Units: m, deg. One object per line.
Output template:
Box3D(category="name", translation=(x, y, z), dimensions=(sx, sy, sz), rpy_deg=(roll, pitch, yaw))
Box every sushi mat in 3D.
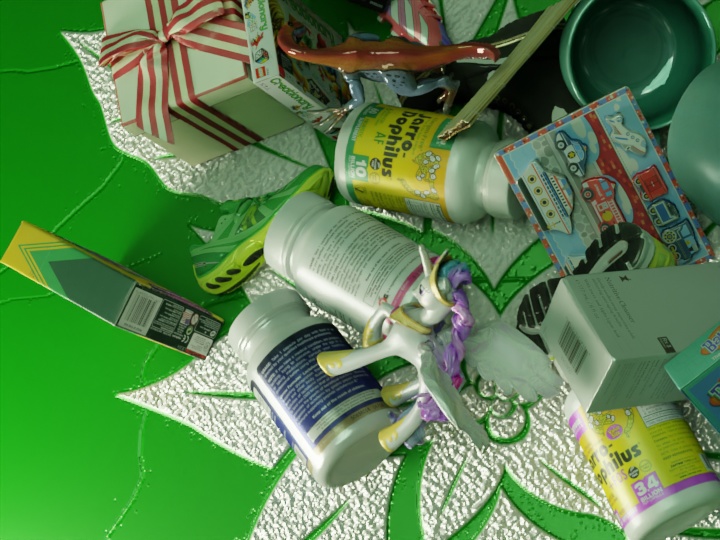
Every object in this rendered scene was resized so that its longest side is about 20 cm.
Box3D(category="sushi mat", translation=(0.155, -0.212, 1.658), dimensions=(0.012, 0.096, 0.200), rpy_deg=(42, 74, -7))

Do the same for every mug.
Box3D(category="mug", translation=(0.273, -0.210, 1.662), dimensions=(0.152, 0.114, 0.186), rpy_deg=(26, 100, -4))

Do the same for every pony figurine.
Box3D(category="pony figurine", translation=(0.074, 0.092, 1.583), dimensions=(0.193, 0.166, 0.200), rpy_deg=(52, 131, 7))

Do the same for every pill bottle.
Box3D(category="pill bottle", translation=(0.266, 0.158, 1.583), dimensions=(0.104, 0.104, 0.201), rpy_deg=(-32, 65, 13))
Box3D(category="pill bottle", translation=(0.000, 0.000, 1.737), dimensions=(0.200, 0.113, 0.114), rpy_deg=(31, 89, 27))
Box3D(category="pill bottle", translation=(0.082, -0.111, 1.731), dimensions=(0.199, 0.113, 0.113), rpy_deg=(13, 81, 26))
Box3D(category="pill bottle", translation=(-0.050, 0.122, 1.724), dimensions=(0.116, 0.116, 0.200), rpy_deg=(-42, 64, 8))

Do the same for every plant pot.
Box3D(category="plant pot", translation=(0.395, -0.118, 1.558), dimensions=(0.161, 0.200, 0.201), rpy_deg=(30, 89, 40))

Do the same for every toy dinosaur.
Box3D(category="toy dinosaur", translation=(0.013, -0.231, 1.672), dimensions=(0.200, 0.181, 0.105), rpy_deg=(-38, 46, 49))

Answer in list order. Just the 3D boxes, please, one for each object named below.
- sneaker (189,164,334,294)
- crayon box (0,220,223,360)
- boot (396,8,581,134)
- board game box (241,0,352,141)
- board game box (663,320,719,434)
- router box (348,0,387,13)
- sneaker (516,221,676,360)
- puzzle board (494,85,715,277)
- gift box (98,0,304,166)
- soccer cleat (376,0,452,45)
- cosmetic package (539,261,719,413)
Box3D(category="sneaker", translation=(-0.117, -0.059, 1.826), dimensions=(0.200, 0.074, 0.084), rpy_deg=(-39, 68, 10))
Box3D(category="crayon box", translation=(-0.273, 0.024, 1.801), dimensions=(0.172, 0.200, 0.058), rpy_deg=(25, 87, 27))
Box3D(category="boot", translation=(0.148, -0.180, 1.746), dimensions=(0.199, 0.077, 0.139), rpy_deg=(-26, 72, 17))
Box3D(category="board game box", translation=(-0.067, -0.233, 1.780), dimensions=(0.034, 0.200, 0.127), rpy_deg=(-16, 70, 20))
Box3D(category="board game box", translation=(0.395, 0.110, 1.493), dimensions=(0.152, 0.200, 0.045), rpy_deg=(-39, 30, 9))
Box3D(category="router box", translation=(-0.081, -0.349, 1.764), dimensions=(0.157, 0.200, 0.052), rpy_deg=(31, 102, 43))
Box3D(category="sneaker", translation=(0.239, 0.034, 1.627), dimensions=(0.200, 0.090, 0.078), rpy_deg=(-41, 50, 36))
Box3D(category="puzzle board", translation=(0.247, -0.066, 1.636), dimensions=(0.150, 0.017, 0.200), rpy_deg=(-27, 104, 15))
Box3D(category="gift box", translation=(-0.173, -0.229, 1.834), dimensions=(0.184, 0.187, 0.201), rpy_deg=(-24, 67, 17))
Box3D(category="soccer cleat", translation=(0.049, -0.305, 1.826), dimensions=(0.077, 0.067, 0.200), rpy_deg=(-47, 60, 6))
Box3D(category="cosmetic package", translation=(0.286, 0.061, 1.541), dimensions=(0.081, 0.199, 0.113), rpy_deg=(108, 145, -43))
